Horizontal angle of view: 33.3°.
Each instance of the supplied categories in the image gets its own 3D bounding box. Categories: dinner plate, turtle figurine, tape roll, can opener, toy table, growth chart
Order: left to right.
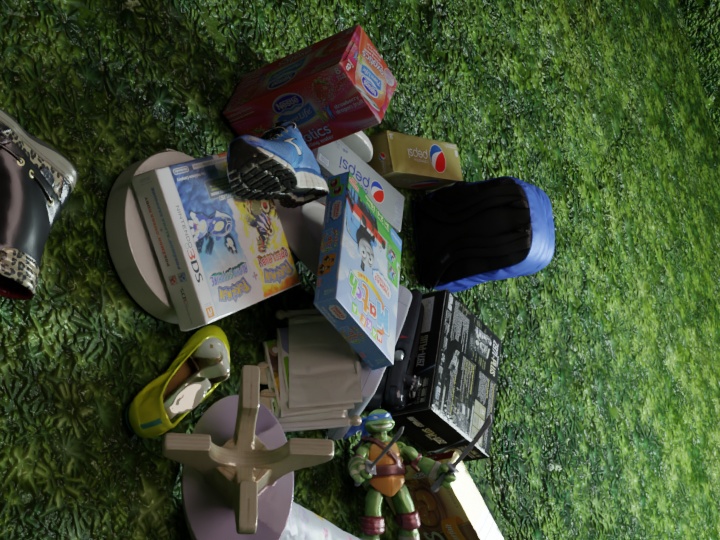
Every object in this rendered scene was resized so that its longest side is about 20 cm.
[{"bbox_3d":[-0.214,-0.039,1.411,0.202,0.037,0.205,27,56,-47],"label":"tape roll"},{"bbox_3d":[-0.128,0.215,1.320,0.182,0.117,0.201,-6,62,-17],"label":"toy table"},{"bbox_3d":[-0.061,0.119,1.496,0.018,0.143,0.201,91,2,-48],"label":"growth chart"},{"bbox_3d":[-0.035,-0.035,1.595,0.200,0.024,0.201,36,25,-20],"label":"dinner plate"},{"bbox_3d":[0.053,0.280,1.537,0.144,0.198,0.196,-1,89,-60],"label":"turtle figurine"},{"bbox_3d":[0.059,0.110,1.688,0.064,0.078,0.201,88,16,-56],"label":"can opener"}]

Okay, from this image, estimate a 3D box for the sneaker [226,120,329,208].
[{"bbox_3d":[-0.108,-0.134,1.436,0.200,0.078,0.090,18,52,-69],"label":"sneaker"}]

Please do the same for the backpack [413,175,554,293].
[{"bbox_3d":[0.204,-0.063,1.870,0.167,0.199,0.164,3,74,-54],"label":"backpack"}]

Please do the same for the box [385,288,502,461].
[{"bbox_3d":[0.124,0.157,1.773,0.164,0.086,0.201,41,47,-39],"label":"box"}]

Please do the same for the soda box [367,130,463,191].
[{"bbox_3d":[0.075,-0.166,1.841,0.199,0.067,0.065,1,78,-54],"label":"soda box"}]

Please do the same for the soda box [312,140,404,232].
[{"bbox_3d":[-0.023,-0.118,1.685,0.200,0.068,0.064,39,47,-42],"label":"soda box"}]

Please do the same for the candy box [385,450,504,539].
[{"bbox_3d":[0.120,0.351,1.669,0.201,0.115,0.055,61,38,-19],"label":"candy box"}]

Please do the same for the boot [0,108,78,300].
[{"bbox_3d":[-0.374,-0.076,1.171,0.203,0.073,0.155,35,54,-41],"label":"boot"}]

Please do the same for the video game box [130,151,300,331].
[{"bbox_3d":[-0.165,-0.043,1.412,0.200,0.047,0.184,-25,100,-57],"label":"video game box"}]

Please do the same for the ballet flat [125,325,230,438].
[{"bbox_3d":[-0.187,0.123,1.363,0.067,0.067,0.200,63,36,-15],"label":"ballet flat"}]

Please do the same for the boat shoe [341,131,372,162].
[{"bbox_3d":[-0.052,-0.223,1.693,0.199,0.072,0.069,33,52,-33],"label":"boat shoe"}]

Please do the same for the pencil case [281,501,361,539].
[{"bbox_3d":[-0.068,0.336,1.439,0.200,0.083,0.091,38,56,-42],"label":"pencil case"}]

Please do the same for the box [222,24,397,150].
[{"bbox_3d":[-0.066,-0.221,1.548,0.100,0.199,0.096,53,38,-28],"label":"box"}]

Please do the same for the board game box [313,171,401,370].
[{"bbox_3d":[0.000,0.000,1.509,0.151,0.036,0.201,50,35,-43],"label":"board game box"}]

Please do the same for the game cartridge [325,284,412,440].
[{"bbox_3d":[0.013,0.116,1.599,0.041,0.133,0.201,30,48,-6],"label":"game cartridge"}]
